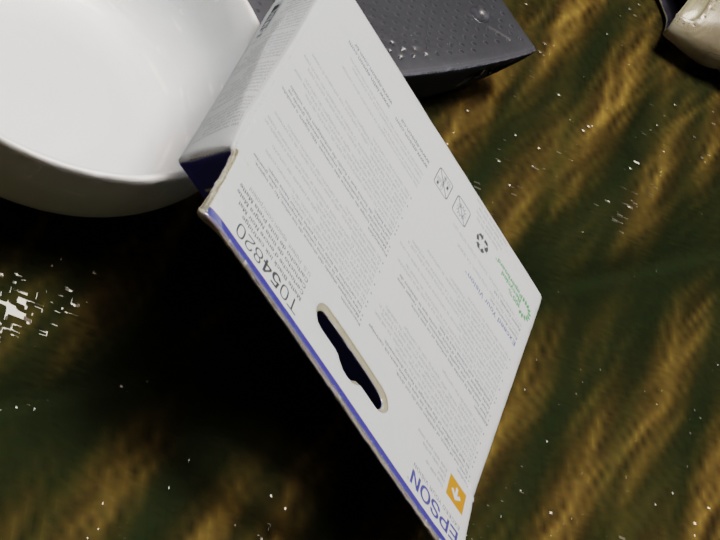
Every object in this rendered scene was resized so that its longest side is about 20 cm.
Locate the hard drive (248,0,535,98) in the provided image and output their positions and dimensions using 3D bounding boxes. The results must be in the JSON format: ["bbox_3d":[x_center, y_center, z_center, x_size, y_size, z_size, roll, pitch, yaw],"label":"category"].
[{"bbox_3d":[-0.012,-0.143,1.094,0.199,0.042,0.135,-11,61,-44],"label":"hard drive"}]

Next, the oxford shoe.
[{"bbox_3d":[0.223,-0.206,1.322,0.074,0.071,0.201,20,41,-14],"label":"oxford shoe"}]

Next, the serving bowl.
[{"bbox_3d":[-0.141,-0.096,0.925,0.199,0.066,0.201,20,42,-20],"label":"serving bowl"}]

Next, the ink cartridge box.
[{"bbox_3d":[0.000,0.000,0.906,0.200,0.040,0.200,56,31,-22],"label":"ink cartridge box"}]
